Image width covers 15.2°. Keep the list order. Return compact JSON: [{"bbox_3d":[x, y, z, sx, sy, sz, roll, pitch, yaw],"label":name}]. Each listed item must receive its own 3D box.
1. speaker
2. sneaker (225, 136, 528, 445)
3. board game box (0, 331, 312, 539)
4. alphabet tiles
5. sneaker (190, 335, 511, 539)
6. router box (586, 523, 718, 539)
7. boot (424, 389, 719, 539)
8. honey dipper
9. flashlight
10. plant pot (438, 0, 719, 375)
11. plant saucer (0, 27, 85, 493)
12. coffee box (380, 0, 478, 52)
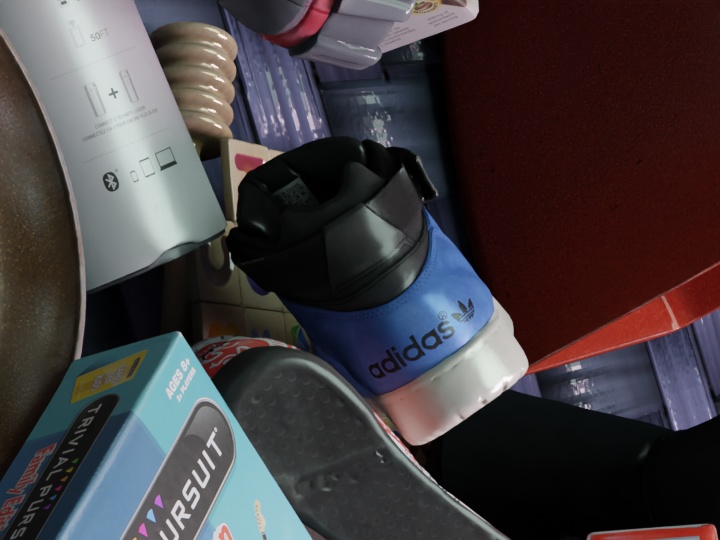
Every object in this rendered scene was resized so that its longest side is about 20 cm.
[{"bbox_3d":[-0.121,-0.092,0.971,0.081,0.081,0.200,-32,101,-58],"label":"speaker"},{"bbox_3d":[0.001,-0.001,1.022,0.111,0.077,0.200,56,-1,-5],"label":"sneaker"},{"bbox_3d":[-0.050,0.144,0.844,0.200,0.047,0.151,59,33,-24],"label":"board game box"},{"bbox_3d":[-0.016,0.035,1.104,0.200,0.006,0.167,9,75,-63],"label":"alphabet tiles"},{"bbox_3d":[0.006,0.101,0.972,0.067,0.108,0.201,-43,106,-11],"label":"sneaker"},{"bbox_3d":[0.110,0.213,1.049,0.200,0.049,0.180,97,-12,-69],"label":"router box"},{"bbox_3d":[0.106,0.087,1.109,0.200,0.168,0.077,52,51,-70],"label":"boot"},{"bbox_3d":[-0.072,-0.002,1.050,0.038,0.038,0.200,32,52,-46],"label":"honey dipper"},{"bbox_3d":[-0.078,-0.119,0.916,0.200,0.068,0.068,11,78,-31],"label":"flashlight"},{"bbox_3d":[0.152,-0.079,1.307,0.200,0.200,0.177,-12,73,-59],"label":"plant pot"},{"bbox_3d":[-0.159,-0.019,0.824,0.200,0.032,0.201,34,47,-45],"label":"plant saucer"},{"bbox_3d":[-0.037,-0.181,1.151,0.200,0.080,0.113,26,54,-50],"label":"coffee box"}]
